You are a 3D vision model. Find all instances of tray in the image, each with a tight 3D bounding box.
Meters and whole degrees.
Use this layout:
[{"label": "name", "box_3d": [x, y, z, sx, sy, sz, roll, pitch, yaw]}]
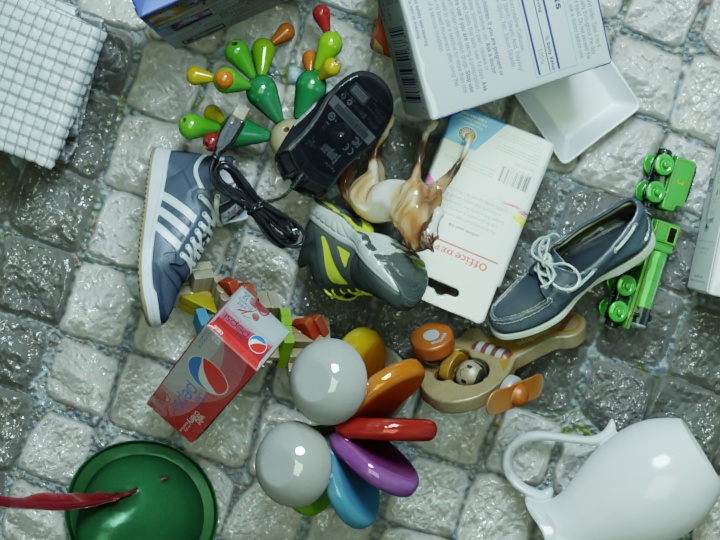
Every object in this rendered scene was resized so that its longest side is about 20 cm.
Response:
[{"label": "tray", "box_3d": [0.202, -0.225, 1.147, 0.107, 0.022, 0.201, -36, 92, 2]}]

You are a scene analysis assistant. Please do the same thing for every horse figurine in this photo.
[{"label": "horse figurine", "box_3d": [0.035, -0.092, 1.101, 0.050, 0.198, 0.135, 25, 84, -43]}]

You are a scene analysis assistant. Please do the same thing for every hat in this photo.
[{"label": "hat", "box_3d": [-0.256, 0.276, 1.103, 0.196, 0.176, 0.169, -5, 93, 1]}]

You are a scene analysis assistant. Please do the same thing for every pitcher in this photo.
[{"label": "pitcher", "box_3d": [0.262, 0.221, 1.133, 0.198, 0.121, 0.173, -33, 77, 14]}]

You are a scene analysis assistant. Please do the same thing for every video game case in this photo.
[{"label": "video game case", "box_3d": [-0.122, -0.294, 1.068, 0.197, 0.181, 0.046, -23, 92, 2]}]

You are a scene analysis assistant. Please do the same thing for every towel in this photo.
[{"label": "towel", "box_3d": [-0.374, -0.214, 1.128, 0.197, 0.086, 0.169, 19, 92, 1]}]

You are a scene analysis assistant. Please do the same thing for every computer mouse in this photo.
[{"label": "computer mouse", "box_3d": [-0.067, -0.137, 1.088, 0.140, 0.046, 0.201, 36, 91, -24]}]

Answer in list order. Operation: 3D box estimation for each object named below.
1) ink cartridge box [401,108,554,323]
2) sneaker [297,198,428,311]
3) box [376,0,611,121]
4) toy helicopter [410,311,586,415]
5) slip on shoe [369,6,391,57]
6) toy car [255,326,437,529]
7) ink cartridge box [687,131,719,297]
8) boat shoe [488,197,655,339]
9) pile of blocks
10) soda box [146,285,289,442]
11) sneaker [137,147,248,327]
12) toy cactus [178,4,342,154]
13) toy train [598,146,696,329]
[{"label": "ink cartridge box", "box_3d": [0.114, -0.059, 1.134, 0.113, 0.068, 0.203, 22, 93, 1]}, {"label": "sneaker", "box_3d": [0.000, 0.000, 1.100, 0.073, 0.200, 0.086, 11, 110, -35]}, {"label": "box", "box_3d": [0.123, -0.268, 1.055, 0.197, 0.105, 0.187, -18, 103, -8]}, {"label": "toy helicopter", "box_3d": [0.156, 0.095, 1.122, 0.197, 0.132, 0.080, -22, 123, -15]}, {"label": "slip on shoe", "box_3d": [0.040, -0.323, 1.123, 0.060, 0.074, 0.204, 4, 95, 13]}, {"label": "toy car", "box_3d": [0.001, 0.168, 1.080, 0.148, 0.174, 0.203, 26, 96, 25]}, {"label": "ink cartridge box", "box_3d": [0.442, -0.063, 1.122, 0.144, 0.083, 0.204, 11, 94, 0]}, {"label": "boat shoe", "box_3d": [0.212, -0.002, 1.099, 0.198, 0.075, 0.062, -31, 134, 7]}, {"label": "pile of blocks", "box_3d": [-0.117, 0.050, 1.128, 0.197, 0.083, 0.063, 21, 136, 0]}, {"label": "soda box", "box_3d": [-0.149, 0.100, 1.089, 0.070, 0.200, 0.064, 41, 50, -1]}, {"label": "sneaker", "box_3d": [-0.171, -0.038, 1.111, 0.106, 0.070, 0.204, 1, 64, -3]}, {"label": "toy cactus", "box_3d": [-0.087, -0.171, 1.123, 0.199, 0.102, 0.167, -35, 107, -14]}, {"label": "toy train", "box_3d": [0.310, -0.031, 1.149, 0.055, 0.042, 0.204, 16, 93, -11]}]
